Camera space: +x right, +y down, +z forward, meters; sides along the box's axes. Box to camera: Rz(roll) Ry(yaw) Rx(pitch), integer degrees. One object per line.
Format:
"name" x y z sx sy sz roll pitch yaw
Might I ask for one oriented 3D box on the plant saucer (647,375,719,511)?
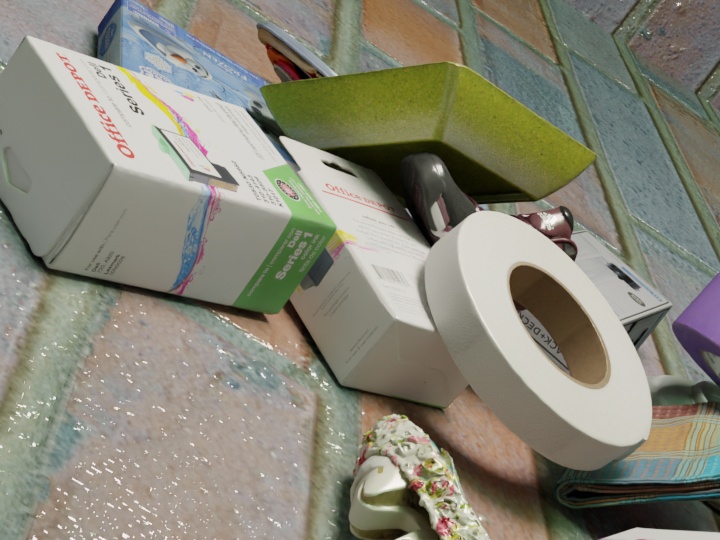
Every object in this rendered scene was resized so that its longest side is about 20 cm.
"plant saucer" 0.319 0.148 1.505 0.200 0.050 0.200 33 19 -13

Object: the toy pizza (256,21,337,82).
"toy pizza" -0.025 -0.142 1.541 0.200 0.032 0.200 43 -2 2

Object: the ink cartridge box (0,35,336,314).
"ink cartridge box" -0.136 -0.059 1.139 0.200 0.084 0.145 14 29 -47

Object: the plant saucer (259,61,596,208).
"plant saucer" 0.050 -0.095 1.363 0.200 0.048 0.200 -2 -19 40

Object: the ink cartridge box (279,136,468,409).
"ink cartridge box" 0.000 0.000 1.253 0.117 0.067 0.200 17 31 -45

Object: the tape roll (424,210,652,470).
"tape roll" 0.128 0.048 1.232 0.203 0.037 0.203 36 31 -25

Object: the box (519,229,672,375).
"box" 0.195 0.027 1.551 0.117 0.060 0.200 43 20 17

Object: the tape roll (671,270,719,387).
"tape roll" 0.356 0.080 1.416 0.200 0.085 0.200 43 -2 2

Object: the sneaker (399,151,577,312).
"sneaker" 0.105 -0.038 1.341 0.076 0.115 0.200 62 -3 41

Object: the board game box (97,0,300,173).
"board game box" -0.115 -0.122 1.380 0.200 0.043 0.199 30 22 -22

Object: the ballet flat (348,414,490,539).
"ballet flat" 0.032 0.149 0.981 0.064 0.076 0.200 4 31 -30

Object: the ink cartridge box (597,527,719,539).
"ink cartridge box" 0.164 0.210 0.981 0.068 0.115 0.200 0 -1 31

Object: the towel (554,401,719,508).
"towel" 0.228 0.131 1.292 0.200 0.146 0.022 -39 122 -70
